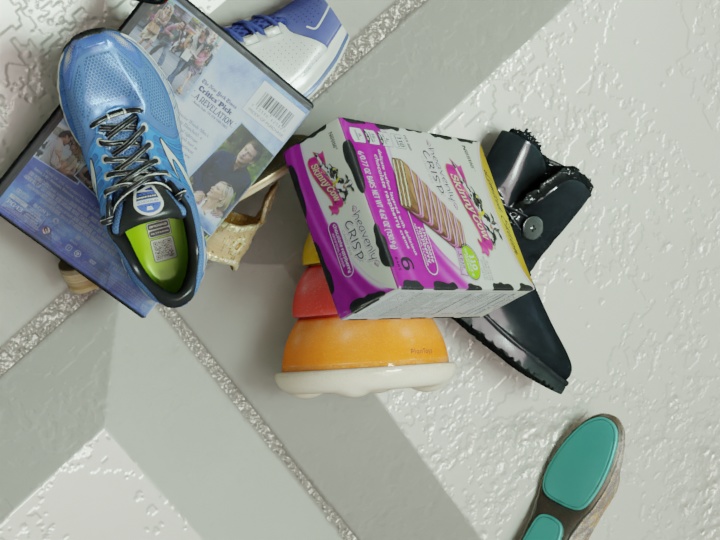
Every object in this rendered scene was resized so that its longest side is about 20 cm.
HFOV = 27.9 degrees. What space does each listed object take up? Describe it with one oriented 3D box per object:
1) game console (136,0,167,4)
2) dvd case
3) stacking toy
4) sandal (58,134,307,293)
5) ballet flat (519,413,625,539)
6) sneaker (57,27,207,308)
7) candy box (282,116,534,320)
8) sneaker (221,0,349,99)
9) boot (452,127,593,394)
[{"bbox_3d":[-0.191,-0.268,0.917,0.118,0.200,0.173,5,101,-30],"label":"game console"},{"bbox_3d":[-0.148,-0.084,1.023,0.143,0.018,0.200,38,94,-21],"label":"dvd case"},{"bbox_3d":[0.000,0.000,1.161,0.146,0.146,0.201,-1,86,-29],"label":"stacking toy"},{"bbox_3d":[-0.120,-0.025,1.098,0.211,0.078,0.070,-29,117,-11],"label":"sandal"},{"bbox_3d":[0.197,0.227,1.358,0.067,0.068,0.200,26,95,-51],"label":"ballet flat"},{"bbox_3d":[-0.145,-0.066,0.971,0.078,0.089,0.201,-21,108,-8],"label":"sneaker"},{"bbox_3d":[0.042,-0.036,1.101,0.200,0.061,0.137,1,65,-56],"label":"candy box"},{"bbox_3d":[-0.109,-0.154,1.065,0.199,0.080,0.115,-43,122,-12],"label":"sneaker"},{"bbox_3d":[0.152,-0.007,1.254,0.200,0.076,0.168,39,86,-25],"label":"boot"}]
